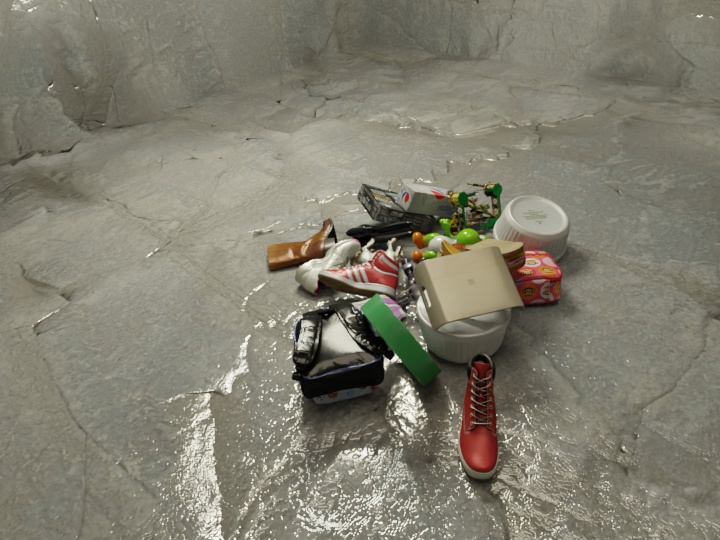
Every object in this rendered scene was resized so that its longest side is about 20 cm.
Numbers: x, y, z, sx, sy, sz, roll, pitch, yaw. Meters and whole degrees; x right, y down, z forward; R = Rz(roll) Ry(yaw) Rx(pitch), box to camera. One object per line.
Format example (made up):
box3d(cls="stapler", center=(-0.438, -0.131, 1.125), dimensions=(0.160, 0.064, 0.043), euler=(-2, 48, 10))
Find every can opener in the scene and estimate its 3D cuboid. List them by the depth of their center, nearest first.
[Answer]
box3d(cls="can opener", center=(0.059, -0.101, 1.560), dimensions=(0.198, 0.064, 0.079), euler=(-3, 12, 27))

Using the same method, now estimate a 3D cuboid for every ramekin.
box3d(cls="ramekin", center=(0.221, 0.112, 1.211), dimensions=(0.200, 0.095, 0.203), euler=(-3, 34, 2))
box3d(cls="ramekin", center=(0.459, -0.113, 1.486), dimensions=(0.200, 0.095, 0.203), euler=(3, 47, -3))

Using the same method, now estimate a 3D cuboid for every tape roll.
box3d(cls="tape roll", center=(0.080, 0.137, 1.113), dimensions=(0.048, 0.201, 0.201), euler=(-40, 40, -1))

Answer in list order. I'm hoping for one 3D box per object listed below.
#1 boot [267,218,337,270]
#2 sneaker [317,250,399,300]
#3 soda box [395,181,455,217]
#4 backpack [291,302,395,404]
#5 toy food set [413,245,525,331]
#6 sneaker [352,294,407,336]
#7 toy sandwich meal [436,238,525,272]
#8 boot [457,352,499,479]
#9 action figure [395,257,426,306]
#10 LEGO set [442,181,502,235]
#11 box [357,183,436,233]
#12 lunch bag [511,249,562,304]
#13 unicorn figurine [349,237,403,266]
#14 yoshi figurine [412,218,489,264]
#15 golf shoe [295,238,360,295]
box3d(cls="boot", center=(-0.166, -0.073, 1.601), dimensions=(0.198, 0.069, 0.189), euler=(-11, 41, 4))
box3d(cls="sneaker", center=(0.000, 0.000, 1.386), dimensions=(0.198, 0.071, 0.113), euler=(13, 69, 10))
box3d(cls="soda box", center=(0.200, -0.204, 1.632), dimensions=(0.199, 0.069, 0.063), euler=(2, 31, -40))
box3d(cls="backpack", center=(-0.047, 0.162, 1.134), dimensions=(0.198, 0.155, 0.191), euler=(-8, 43, -9))
box3d(cls="toy food set", center=(0.223, 0.038, 1.152), dimensions=(0.198, 0.061, 0.145), euler=(-12, 62, -8))
box3d(cls="sneaker", center=(0.017, 0.123, 1.257), dimensions=(0.199, 0.073, 0.114), euler=(-24, 41, -26))
box3d(cls="toy sandwich meal", center=(0.276, -0.040, 1.296), dimensions=(0.203, 0.071, 0.205), euler=(3, 22, -1))
box3d(cls="boot", center=(0.209, 0.246, 0.983), dimensions=(0.072, 0.145, 0.201), euler=(2, 36, 7))
box3d(cls="action figure", center=(0.146, 0.031, 1.360), dimensions=(0.129, 0.070, 0.200), euler=(-18, 22, 12))
box3d(cls="LEGO set", center=(0.303, -0.170, 1.577), dimensions=(0.199, 0.155, 0.116), euler=(-25, 18, -28))
box3d(cls="box", center=(0.104, -0.183, 1.648), dimensions=(0.198, 0.050, 0.158), euler=(11, 27, -25))
box3d(cls="lunch bag", center=(0.378, 0.010, 1.374), dimensions=(0.198, 0.083, 0.177), euler=(-5, 29, 1))
box3d(cls="unicorn figurine", center=(0.059, -0.039, 1.486), dimensions=(0.199, 0.074, 0.138), euler=(-21, 22, 28))
box3d(cls="yoshi figurine", center=(0.231, -0.071, 1.454), dimensions=(0.198, 0.113, 0.112), euler=(-5, 22, 20))
box3d(cls="golf shoe", center=(-0.070, -0.007, 1.460), dimensions=(0.199, 0.076, 0.092), euler=(-34, 55, -16))
